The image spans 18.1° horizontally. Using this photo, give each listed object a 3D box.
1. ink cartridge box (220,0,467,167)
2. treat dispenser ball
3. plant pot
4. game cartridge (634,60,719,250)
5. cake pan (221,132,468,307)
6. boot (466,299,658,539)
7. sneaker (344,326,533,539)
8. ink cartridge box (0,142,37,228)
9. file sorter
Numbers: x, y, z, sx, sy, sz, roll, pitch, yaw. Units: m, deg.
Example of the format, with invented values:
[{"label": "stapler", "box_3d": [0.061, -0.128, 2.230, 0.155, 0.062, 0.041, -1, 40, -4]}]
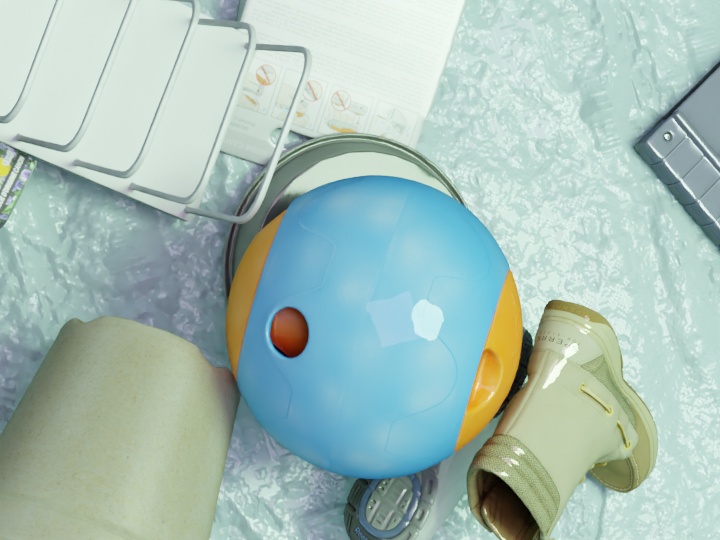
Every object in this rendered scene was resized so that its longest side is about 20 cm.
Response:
[{"label": "ink cartridge box", "box_3d": [-0.017, -0.166, 1.666, 0.159, 0.047, 0.202, 17, 95, -15]}, {"label": "treat dispenser ball", "box_3d": [0.009, 0.037, 1.514, 0.199, 0.201, 0.203, 2, 83, -17]}, {"label": "plant pot", "box_3d": [-0.170, 0.139, 1.511, 0.199, 0.200, 0.185, 25, 66, -13]}, {"label": "game cartridge", "box_3d": [0.322, -0.114, 1.761, 0.200, 0.038, 0.130, -44, 93, -17]}, {"label": "cake pan", "box_3d": [0.000, 0.000, 1.636, 0.198, 0.037, 0.202, 0, 89, -16]}, {"label": "boot", "box_3d": [0.143, 0.138, 1.599, 0.072, 0.201, 0.156, 14, 59, 28]}, {"label": "sneaker", "box_3d": [0.058, 0.122, 1.625, 0.074, 0.087, 0.201, 33, 81, 21]}, {"label": "ink cartridge box", "box_3d": [-0.322, -0.092, 1.519, 0.199, 0.109, 0.051, 28, 76, -12]}, {"label": "file sorter", "box_3d": [-0.151, -0.127, 1.522, 0.199, 0.124, 0.140, 23, 85, -30]}]
